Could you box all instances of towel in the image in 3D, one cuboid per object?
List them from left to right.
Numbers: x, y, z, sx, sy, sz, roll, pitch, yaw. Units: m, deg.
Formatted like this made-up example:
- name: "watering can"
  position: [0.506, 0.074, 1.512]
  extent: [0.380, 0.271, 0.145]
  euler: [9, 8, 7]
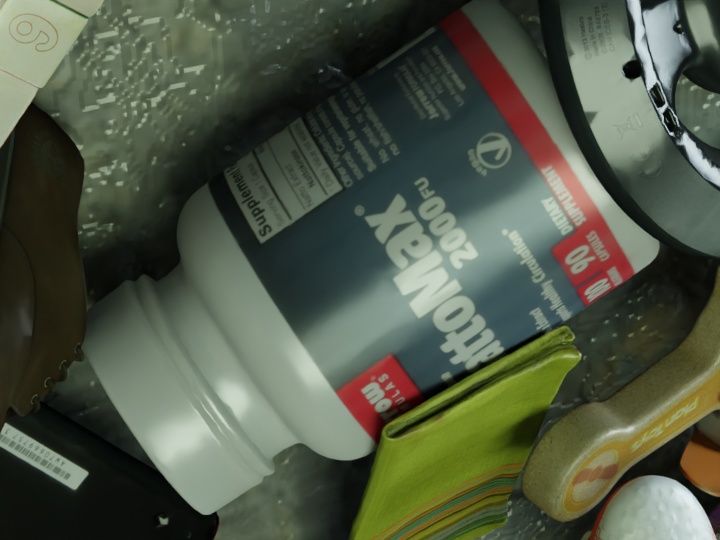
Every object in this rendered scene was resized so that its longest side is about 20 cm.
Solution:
- name: "towel"
  position: [0.035, 0.082, 1.113]
  extent: [0.086, 0.018, 0.200]
  euler: [-30, 163, -17]

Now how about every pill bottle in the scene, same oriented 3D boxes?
- name: "pill bottle"
  position: [0.000, 0.000, 1.056]
  extent: [0.199, 0.120, 0.120]
  euler: [-35, 128, 3]

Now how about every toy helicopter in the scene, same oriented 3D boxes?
- name: "toy helicopter"
  position: [0.139, 0.045, 1.141]
  extent: [0.199, 0.079, 0.133]
  euler: [-32, 148, -29]

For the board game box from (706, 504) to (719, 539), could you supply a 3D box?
- name: "board game box"
  position: [0.188, 0.135, 1.221]
  extent: [0.120, 0.032, 0.199]
  euler: [-40, 152, 27]

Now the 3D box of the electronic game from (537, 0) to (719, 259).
- name: "electronic game"
  position: [0.134, -0.104, 1.031]
  extent: [0.199, 0.041, 0.202]
  euler: [1, 89, -45]

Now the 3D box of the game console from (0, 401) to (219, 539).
- name: "game console"
  position: [-0.173, 0.119, 1.080]
  extent: [0.200, 0.031, 0.177]
  euler: [35, 96, -37]

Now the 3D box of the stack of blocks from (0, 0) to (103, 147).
- name: "stack of blocks"
  position: [-0.165, -0.066, 0.948]
  extent: [0.058, 0.115, 0.200]
  euler: [26, 110, -33]

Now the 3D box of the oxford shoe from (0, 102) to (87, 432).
- name: "oxford shoe"
  position: [-0.132, 0.034, 0.999]
  extent: [0.084, 0.072, 0.201]
  euler: [26, 69, -41]

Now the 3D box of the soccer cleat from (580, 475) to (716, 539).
- name: "soccer cleat"
  position: [0.130, 0.180, 1.093]
  extent: [0.068, 0.085, 0.202]
  euler: [-9, 101, -22]
